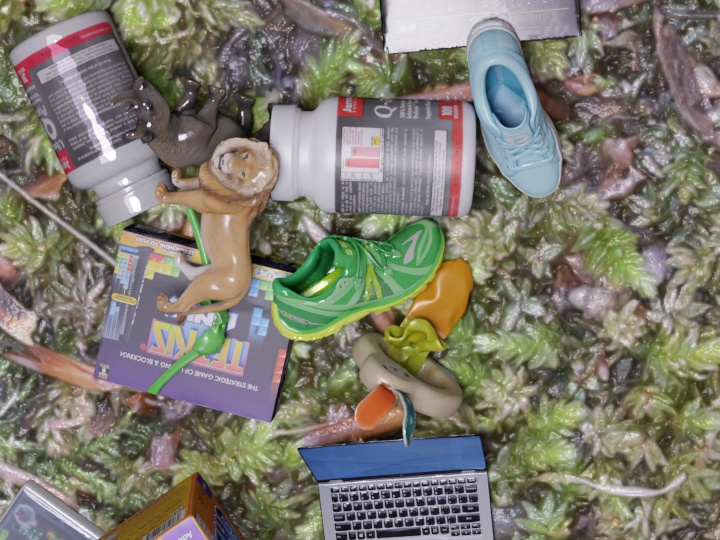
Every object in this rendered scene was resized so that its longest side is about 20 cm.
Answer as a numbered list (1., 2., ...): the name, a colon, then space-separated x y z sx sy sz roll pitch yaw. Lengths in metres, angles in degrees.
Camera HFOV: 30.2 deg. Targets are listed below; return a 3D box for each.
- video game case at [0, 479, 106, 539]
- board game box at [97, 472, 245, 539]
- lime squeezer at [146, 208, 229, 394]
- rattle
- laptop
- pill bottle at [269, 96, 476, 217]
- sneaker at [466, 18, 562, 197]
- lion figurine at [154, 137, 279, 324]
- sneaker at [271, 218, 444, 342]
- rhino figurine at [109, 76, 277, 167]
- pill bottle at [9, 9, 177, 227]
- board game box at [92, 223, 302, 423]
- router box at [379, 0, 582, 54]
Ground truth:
1. video game case: -0.341 0.363 1.497 0.199 0.023 0.182 36 101 -2
2. board game box: -0.197 0.364 1.375 0.199 0.200 0.201 -34 96 -2
3. lime squeezer: -0.165 0.040 1.363 0.070 0.038 0.201 22 105 34
4. rattle: 0.064 0.078 1.311 0.143 0.200 0.130 -42 81 14
5. laptop: 0.043 0.256 1.393 0.186 0.116 0.202 -5 100 7
6. pill bottle: 0.012 -0.113 1.320 0.198 0.116 0.117 2 101 0
7. sneaker: 0.147 -0.140 1.299 0.073 0.082 0.201 -18 124 18
8. lion figurine: -0.134 -0.034 1.291 0.122 0.072 0.201 7 113 18
9. sneaker: 0.000 0.000 1.339 0.199 0.074 0.084 -29 132 -15
10. rhino figurine: -0.164 -0.143 1.320 0.060 0.199 0.088 21 97 44
11. pill bottle: -0.263 -0.151 1.348 0.110 0.111 0.201 -24 97 9
12. board game box: -0.168 0.055 1.406 0.198 0.057 0.167 13 100 3
13. router box: 0.114 -0.297 1.310 0.198 0.062 0.151 -4 101 6
